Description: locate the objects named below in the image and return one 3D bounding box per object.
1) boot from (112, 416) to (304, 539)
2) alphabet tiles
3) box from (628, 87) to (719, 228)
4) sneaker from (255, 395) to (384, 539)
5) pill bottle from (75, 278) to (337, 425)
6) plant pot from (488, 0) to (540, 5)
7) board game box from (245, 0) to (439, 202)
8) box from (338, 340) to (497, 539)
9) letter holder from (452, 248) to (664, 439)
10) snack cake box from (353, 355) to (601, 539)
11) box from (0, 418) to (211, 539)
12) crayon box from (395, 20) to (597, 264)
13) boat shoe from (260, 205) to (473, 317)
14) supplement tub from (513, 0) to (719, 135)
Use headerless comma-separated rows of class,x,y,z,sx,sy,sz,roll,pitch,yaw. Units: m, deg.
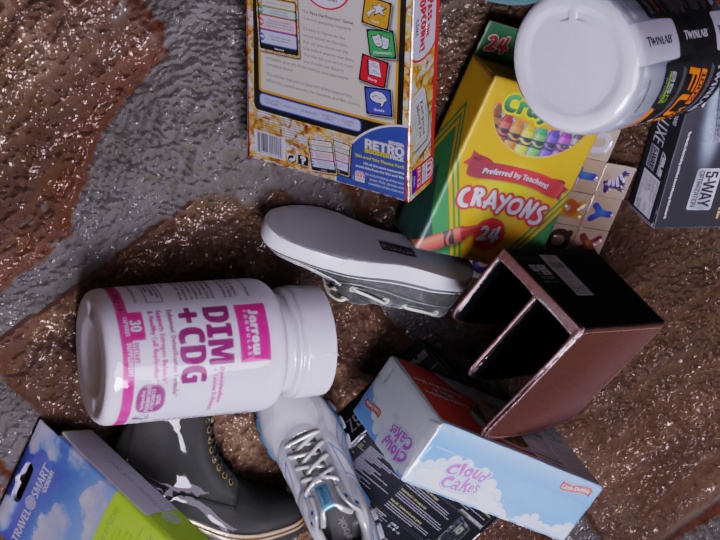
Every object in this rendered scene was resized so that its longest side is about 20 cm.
boot,-0.126,0.166,1.718,0.200,0.077,0.139,8,111,-30
alphabet tiles,0.168,-0.076,1.746,0.167,0.008,0.200,9,116,-29
box,0.343,-0.136,1.763,0.157,0.050,0.200,0,119,-25
sneaker,-0.032,0.183,1.715,0.075,0.087,0.200,-28,90,0
pill bottle,-0.128,0.065,1.623,0.200,0.113,0.114,-4,121,-22
plant pot,0.120,-0.313,1.473,0.200,0.200,0.188,4,132,-27
board game box,-0.016,-0.166,1.518,0.046,0.151,0.200,-43,142,-49
box,0.063,0.179,1.829,0.160,0.044,0.200,-44,127,5
letter holder,0.155,0.064,1.709,0.142,0.101,0.200,-50,159,19
snack cake box,0.105,0.159,1.736,0.200,0.115,0.067,24,108,-33
box,-0.218,0.228,1.650,0.048,0.200,0.122,0,123,-54
crayon box,0.128,-0.103,1.674,0.127,0.051,0.200,11,114,-30
boat shoe,0.000,0.000,1.671,0.200,0.071,0.064,15,123,-24
supplement tub,0.225,-0.181,1.600,0.200,0.122,0.123,-16,130,-51
